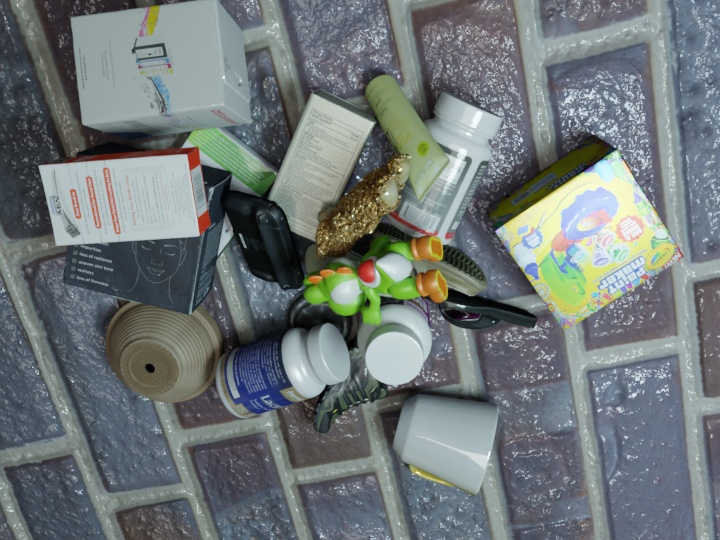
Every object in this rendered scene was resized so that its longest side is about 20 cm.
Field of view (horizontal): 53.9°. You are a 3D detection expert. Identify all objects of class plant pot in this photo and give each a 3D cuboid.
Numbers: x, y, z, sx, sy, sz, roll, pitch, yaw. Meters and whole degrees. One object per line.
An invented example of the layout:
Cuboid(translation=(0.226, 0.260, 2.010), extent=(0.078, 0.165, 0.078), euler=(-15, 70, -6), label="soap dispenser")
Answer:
Cuboid(translation=(-0.336, 0.143, 1.177), extent=(0.200, 0.093, 0.202), euler=(1, 109, 4), label="plant pot")

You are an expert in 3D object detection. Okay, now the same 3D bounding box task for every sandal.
Cuboid(translation=(0.184, 0.070, 1.111), extent=(0.199, 0.075, 0.048), euler=(15, 101, -15), label="sandal")

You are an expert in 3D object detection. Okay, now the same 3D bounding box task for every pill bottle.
Cuboid(translation=(-0.123, 0.158, 1.138), extent=(0.199, 0.116, 0.116), euler=(-21, 107, 23), label="pill bottle")
Cuboid(translation=(0.052, 0.090, 1.077), extent=(0.112, 0.200, 0.113), euler=(1, 110, 2), label="pill bottle")
Cuboid(translation=(0.121, -0.150, 1.037), extent=(0.113, 0.114, 0.201), euler=(23, 109, -4), label="pill bottle")

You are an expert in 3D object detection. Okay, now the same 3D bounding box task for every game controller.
Cuboid(translation=(-0.145, -0.043, 1.073), extent=(0.104, 0.042, 0.200), euler=(26, 150, 25), label="game controller")

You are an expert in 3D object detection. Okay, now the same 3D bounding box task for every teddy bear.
Cuboid(translation=(-0.003, -0.091, 0.973), extent=(0.067, 0.200, 0.145), euler=(34, 65, -13), label="teddy bear")

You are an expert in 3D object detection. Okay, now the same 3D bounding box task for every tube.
Cuboid(translation=(0.064, -0.193, 0.990), extent=(0.052, 0.201, 0.058), euler=(-23, 149, -2), label="tube")

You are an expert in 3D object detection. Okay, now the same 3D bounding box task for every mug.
Cuboid(translation=(0.132, 0.292, 1.177), extent=(0.152, 0.149, 0.188), euler=(15, 103, 7), label="mug")

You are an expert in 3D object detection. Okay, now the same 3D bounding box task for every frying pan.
Cuboid(translation=(-0.037, 0.067, 1.168), extent=(0.190, 0.031, 0.115), euler=(-31, 106, 16), label="frying pan")

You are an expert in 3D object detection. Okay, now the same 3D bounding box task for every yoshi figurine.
Cuboid(translation=(0.021, 0.015, 0.985), extent=(0.199, 0.113, 0.112), euler=(-10, 117, 20), label="yoshi figurine")

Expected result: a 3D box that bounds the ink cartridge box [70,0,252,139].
Cuboid(translation=(-0.268, -0.274, 0.985), extent=(0.199, 0.147, 0.145), euler=(-5, 92, 5), label="ink cartridge box")

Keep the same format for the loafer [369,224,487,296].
Cuboid(translation=(0.102, -0.007, 1.112), extent=(0.199, 0.076, 0.068), euler=(26, 117, 8), label="loafer")

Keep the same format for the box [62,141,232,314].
Cuboid(translation=(-0.314, -0.065, 1.051), extent=(0.199, 0.124, 0.197), euler=(14, 110, -1), label="box")

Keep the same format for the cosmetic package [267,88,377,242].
Cuboid(translation=(-0.061, -0.157, 1.059), extent=(0.103, 0.087, 0.201), euler=(26, 110, -4), label="cosmetic package")

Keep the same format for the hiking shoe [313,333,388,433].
Cuboid(translation=(-0.007, 0.204, 1.186), extent=(0.100, 0.076, 0.201), euler=(29, 107, -3), label="hiking shoe")

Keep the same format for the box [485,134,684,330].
Cuboid(translation=(0.326, -0.057, 1.053), extent=(0.200, 0.122, 0.193), euler=(-35, 105, 14), label="box")

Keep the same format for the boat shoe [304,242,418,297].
Cuboid(translation=(0.000, 0.000, 1.076), extent=(0.199, 0.062, 0.075), euler=(11, 98, 33), label="boat shoe")

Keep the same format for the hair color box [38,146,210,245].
Cuboid(translation=(-0.311, -0.099, 0.945), extent=(0.199, 0.064, 0.111), euler=(-3, 108, 4), label="hair color box")

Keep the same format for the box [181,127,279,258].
Cuboid(translation=(-0.239, -0.120, 1.111), extent=(0.144, 0.036, 0.200), euler=(37, 108, -9), label="box")
